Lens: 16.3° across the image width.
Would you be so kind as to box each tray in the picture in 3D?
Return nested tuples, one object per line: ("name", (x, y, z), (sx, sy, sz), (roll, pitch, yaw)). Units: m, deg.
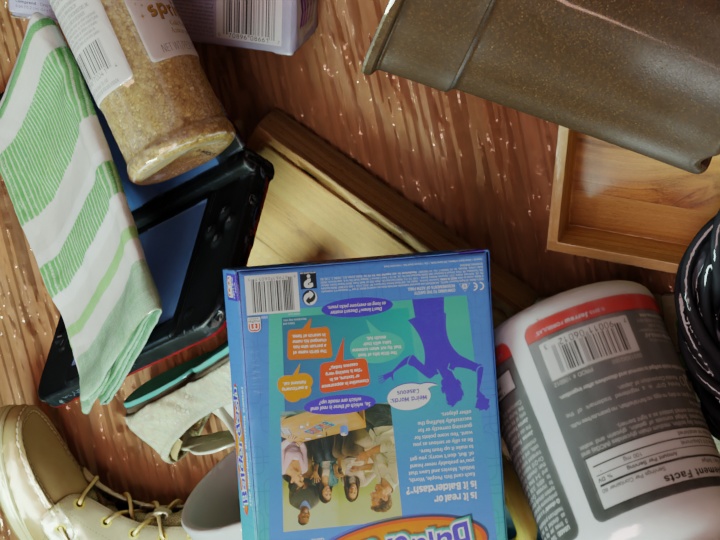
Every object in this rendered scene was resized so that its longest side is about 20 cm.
("tray", (0.213, -0.046, 1.468), (0.198, 0.037, 0.099), (11, 116, 15))
("tray", (0.000, 0.000, 1.555), (0.199, 0.037, 0.099), (35, 120, 3))

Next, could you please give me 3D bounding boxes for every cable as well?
("cable", (0.257, 0.025, 1.435), (0.163, 0.051, 0.200), (45, 120, -4))

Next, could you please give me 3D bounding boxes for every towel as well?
("towel", (-0.171, -0.033, 1.480), (0.201, 0.023, 0.153), (70, 154, 19))

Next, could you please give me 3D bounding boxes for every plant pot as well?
("plant pot", (0.129, -0.161, 1.367), (0.197, 0.201, 0.201), (23, 119, -1))

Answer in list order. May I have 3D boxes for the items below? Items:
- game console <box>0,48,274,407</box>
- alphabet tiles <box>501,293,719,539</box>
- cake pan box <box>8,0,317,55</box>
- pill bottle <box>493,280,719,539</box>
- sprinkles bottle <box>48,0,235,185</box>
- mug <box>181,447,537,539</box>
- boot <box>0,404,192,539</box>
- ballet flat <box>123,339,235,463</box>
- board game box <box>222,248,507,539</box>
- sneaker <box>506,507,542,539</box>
("game console", (-0.159, -0.034, 1.527), (0.118, 0.173, 0.199), (32, 146, -27))
("alphabet tiles", (0.164, 0.093, 1.563), (0.198, 0.006, 0.168), (-2, 112, 20))
("cake pan box", (-0.114, -0.232, 1.492), (0.198, 0.052, 0.186), (9, 117, 16))
("pill bottle", (0.151, 0.118, 1.463), (0.115, 0.116, 0.201), (-31, 69, 28))
("sprinkles bottle", (-0.141, -0.151, 1.435), (0.068, 0.068, 0.201), (-30, 80, 28))
("mug", (0.000, 0.175, 1.534), (0.186, 0.149, 0.154), (-8, 117, 54))
("boot", (-0.146, 0.162, 1.662), (0.155, 0.073, 0.201), (-16, 109, 27))
("ballet flat", (-0.081, 0.075, 1.584), (0.063, 0.067, 0.200), (54, 145, -4))
("board game box", (0.004, 0.093, 1.440), (0.151, 0.045, 0.202), (-4, 92, -13))
("sneaker", (0.146, 0.198, 1.568), (0.199, 0.074, 0.082), (16, 136, 12))
